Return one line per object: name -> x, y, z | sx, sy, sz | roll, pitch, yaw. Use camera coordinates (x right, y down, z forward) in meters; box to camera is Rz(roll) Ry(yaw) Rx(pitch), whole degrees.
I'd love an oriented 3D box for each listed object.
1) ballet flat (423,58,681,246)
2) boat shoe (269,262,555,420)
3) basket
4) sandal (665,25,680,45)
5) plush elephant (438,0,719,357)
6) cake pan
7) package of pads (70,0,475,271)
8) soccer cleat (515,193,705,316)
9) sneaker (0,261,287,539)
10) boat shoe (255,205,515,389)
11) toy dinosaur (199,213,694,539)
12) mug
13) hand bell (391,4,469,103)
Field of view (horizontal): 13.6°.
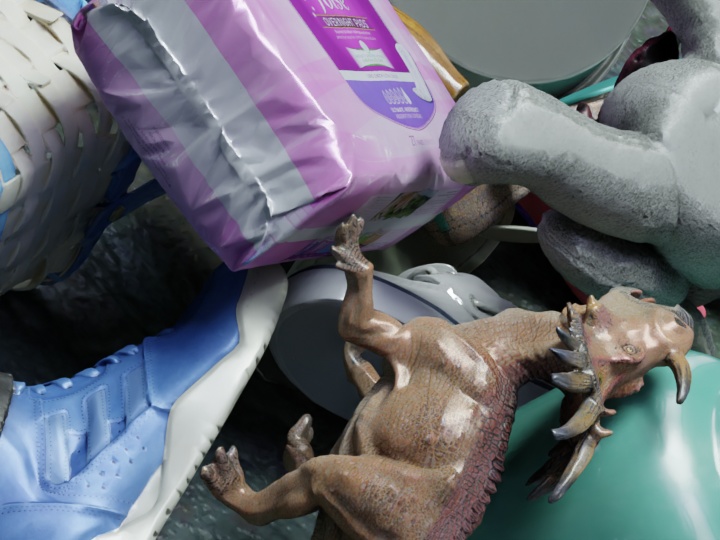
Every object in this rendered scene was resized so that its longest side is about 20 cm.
ballet flat -> 0.093, -0.049, 1.379 | 0.199, 0.068, 0.068 | -16, 91, -41
boat shoe -> 0.031, 0.032, 1.280 | 0.200, 0.073, 0.066 | 34, 43, -46
basket -> -0.159, -0.081, 1.252 | 0.176, 0.139, 0.200 | 43, 44, 10
sandal -> 0.168, -0.112, 1.478 | 0.075, 0.200, 0.045 | -23, 80, -46
plush elephant -> 0.125, -0.038, 1.264 | 0.200, 0.155, 0.165 | 35, 66, -8
cake pan -> 0.061, -0.169, 1.429 | 0.199, 0.037, 0.201 | 6, 78, -28
package of pads -> -0.028, -0.067, 1.208 | 0.121, 0.076, 0.200 | 58, 18, 7
soccer cleat -> 0.106, -0.042, 1.482 | 0.076, 0.067, 0.200 | 39, 16, -47
sneaker -> -0.112, 0.052, 1.151 | 0.111, 0.077, 0.200 | 31, 62, -1
boat shoe -> 0.000, 0.000, 1.347 | 0.201, 0.060, 0.072 | -41, 113, -50
toy dinosaur -> 0.029, 0.072, 1.148 | 0.135, 0.201, 0.086 | 31, -2, 22
mug -> 0.137, 0.120, 1.219 | 0.185, 0.114, 0.152 | 48, 32, -20
hand bell -> -0.036, -0.133, 1.338 | 0.200, 0.104, 0.104 | 37, 36, 13
